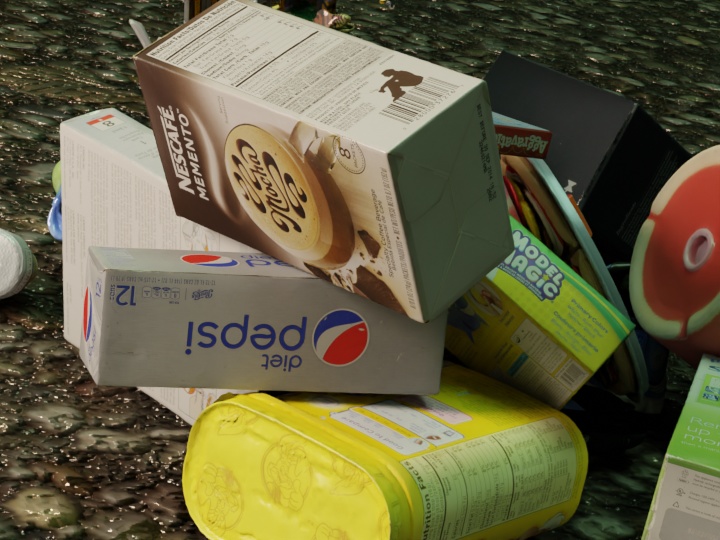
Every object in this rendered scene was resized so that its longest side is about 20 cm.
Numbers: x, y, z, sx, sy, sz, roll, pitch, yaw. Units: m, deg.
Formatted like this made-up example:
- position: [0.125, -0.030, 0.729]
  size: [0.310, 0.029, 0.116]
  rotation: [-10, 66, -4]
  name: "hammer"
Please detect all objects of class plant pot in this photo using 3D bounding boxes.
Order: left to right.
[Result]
- position: [0.296, 0.010, 1.407]
  size: [0.177, 0.201, 0.200]
  rotation: [22, 13, -26]
  name: "plant pot"

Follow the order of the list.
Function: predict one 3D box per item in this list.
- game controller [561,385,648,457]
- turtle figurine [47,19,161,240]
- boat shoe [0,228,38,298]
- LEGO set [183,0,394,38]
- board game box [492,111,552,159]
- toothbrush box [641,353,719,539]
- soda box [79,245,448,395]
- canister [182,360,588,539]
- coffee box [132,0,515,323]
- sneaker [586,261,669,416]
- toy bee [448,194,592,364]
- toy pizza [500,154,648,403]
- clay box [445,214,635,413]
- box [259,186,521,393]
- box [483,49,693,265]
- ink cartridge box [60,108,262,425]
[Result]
- position: [0.088, 0.087, 1.360]
  size: [0.199, 0.042, 0.104]
  rotation: [7, 19, -16]
  name: "game controller"
- position: [-0.112, -0.072, 1.495]
  size: [0.194, 0.200, 0.144]
  rotation: [30, -20, -18]
  name: "turtle figurine"
- position: [-0.316, -0.019, 1.398]
  size: [0.199, 0.072, 0.062]
  rotation: [18, -5, 6]
  name: "boat shoe"
- position: [-0.040, -0.165, 1.449]
  size: [0.153, 0.116, 0.200]
  rotation: [-15, 62, -15]
  name: "LEGO set"
- position: [0.005, -0.103, 1.209]
  size: [0.200, 0.020, 0.103]
  rotation: [23, 13, 40]
  name: "board game box"
- position: [0.259, 0.136, 1.259]
  size: [0.145, 0.086, 0.200]
  rotation: [17, 18, 12]
  name: "toothbrush box"
- position: [-0.054, 0.028, 1.148]
  size: [0.199, 0.068, 0.063]
  rotation: [2, 12, -17]
  name: "soda box"
- position: [0.020, 0.115, 1.170]
  size: [0.148, 0.087, 0.200]
  rotation: [23, 20, 35]
  name: "canister"
- position: [-0.022, -0.064, 1.115]
  size: [0.200, 0.113, 0.080]
  rotation: [23, 49, 40]
  name: "coffee box"
- position: [0.202, 0.033, 1.514]
  size: [0.078, 0.089, 0.200]
  rotation: [12, 19, -4]
  name: "sneaker"
- position: [0.071, 0.005, 1.482]
  size: [0.200, 0.131, 0.109]
  rotation: [-9, -6, -41]
  name: "toy bee"
- position: [0.133, 0.003, 1.364]
  size: [0.032, 0.201, 0.200]
  rotation: [-27, 25, -3]
  name: "toy pizza"
- position: [0.061, -0.001, 1.223]
  size: [0.200, 0.115, 0.048]
  rotation: [43, 66, 6]
  name: "clay box"
- position: [0.000, 0.000, 1.328]
  size: [0.200, 0.100, 0.096]
  rotation: [-16, 70, -18]
  name: "box"
- position: [0.190, -0.079, 1.692]
  size: [0.148, 0.104, 0.200]
  rotation: [28, -4, 37]
  name: "box"
- position: [-0.113, 0.005, 1.278]
  size: [0.050, 0.163, 0.200]
  rotation: [-23, 37, -40]
  name: "ink cartridge box"
